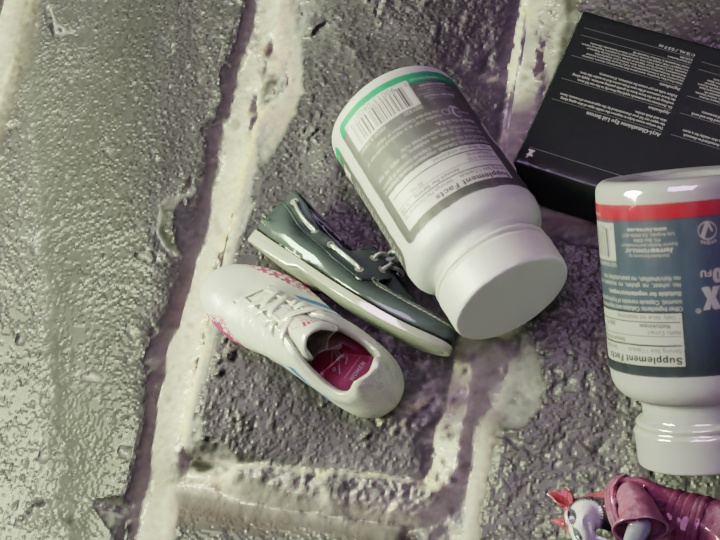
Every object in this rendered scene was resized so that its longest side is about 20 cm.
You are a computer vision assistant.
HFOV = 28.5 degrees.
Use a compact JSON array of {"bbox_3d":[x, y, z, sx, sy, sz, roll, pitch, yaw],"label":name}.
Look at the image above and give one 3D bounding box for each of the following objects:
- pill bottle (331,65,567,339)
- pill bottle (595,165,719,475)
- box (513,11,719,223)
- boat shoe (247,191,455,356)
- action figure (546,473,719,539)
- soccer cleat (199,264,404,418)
[{"bbox_3d":[0.068,-0.052,1.090,0.113,0.113,0.200,-30,60,1],"label":"pill bottle"},{"bbox_3d":[0.229,0.032,0.975,0.119,0.120,0.200,-5,97,13],"label":"pill bottle"},{"bbox_3d":[0.239,-0.098,1.090,0.200,0.079,0.141,20,72,21],"label":"box"},{"bbox_3d":[0.000,0.000,1.116,0.200,0.073,0.062,31,82,29],"label":"boat shoe"},{"bbox_3d":[0.224,0.169,0.951,0.200,0.134,0.149,15,71,18],"label":"action figure"},{"bbox_3d":[-0.050,0.042,1.102,0.200,0.086,0.070,31,78,24],"label":"soccer cleat"}]
